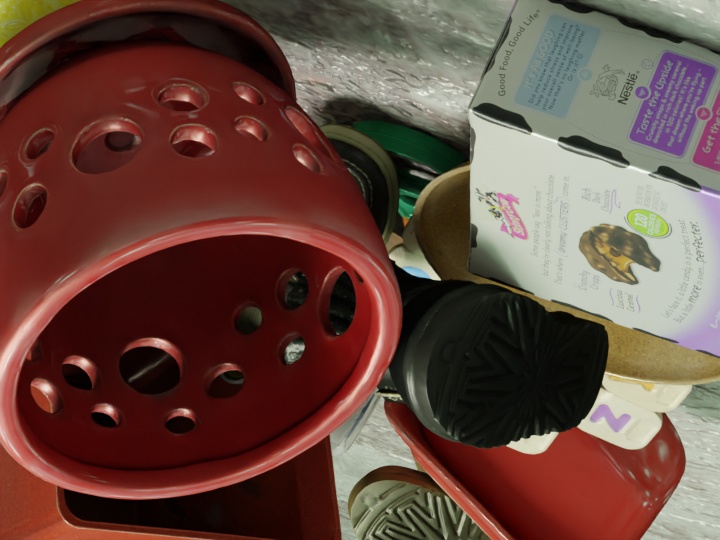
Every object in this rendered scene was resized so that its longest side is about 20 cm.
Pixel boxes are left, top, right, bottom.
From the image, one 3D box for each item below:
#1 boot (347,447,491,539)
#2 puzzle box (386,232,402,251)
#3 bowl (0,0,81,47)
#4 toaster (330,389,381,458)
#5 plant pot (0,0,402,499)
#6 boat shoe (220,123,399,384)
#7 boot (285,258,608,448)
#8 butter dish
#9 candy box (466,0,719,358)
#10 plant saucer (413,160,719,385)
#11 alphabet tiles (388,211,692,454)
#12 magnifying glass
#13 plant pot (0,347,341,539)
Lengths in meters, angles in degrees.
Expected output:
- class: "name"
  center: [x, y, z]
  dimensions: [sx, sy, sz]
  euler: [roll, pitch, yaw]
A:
- class: "boot"
  center: [0.047, 0.129, 1.723]
  dimensions: [0.175, 0.066, 0.200]
  euler: [34, -158, -29]
- class: "puzzle box"
  center: [0.000, 0.000, 1.648]
  dimensions: [0.133, 0.025, 0.200]
  euler: [31, 169, -3]
- class: "bowl"
  center: [-0.192, -0.132, 1.318]
  dimensions: [0.199, 0.108, 0.200]
  euler: [22, 167, 5]
- class: "toaster"
  center: [-0.068, 0.053, 1.790]
  dimensions: [0.129, 0.114, 0.200]
  euler: [27, -176, -39]
- class: "plant pot"
  center: [-0.099, -0.017, 1.244]
  dimensions: [0.200, 0.200, 0.183]
  euler: [36, -157, -46]
- class: "boat shoe"
  center: [-0.033, -0.001, 1.462]
  dimensions: [0.073, 0.065, 0.200]
  euler: [28, 139, 4]
- class: "boot"
  center: [0.022, 0.034, 1.336]
  dimensions: [0.157, 0.080, 0.211]
  euler: [19, 180, 26]
- class: "butter dish"
  center: [0.138, 0.100, 1.643]
  dimensions: [0.199, 0.148, 0.200]
  euler: [47, -163, 4]
- class: "candy box"
  center: [0.151, -0.031, 1.187]
  dimensions: [0.199, 0.072, 0.168]
  euler: [20, 157, 11]
- class: "plant saucer"
  center: [0.126, -0.009, 1.373]
  dimensions: [0.199, 0.036, 0.200]
  euler: [19, 152, 10]
- class: "alphabet tiles"
  center: [0.101, 0.032, 1.488]
  dimensions: [0.195, 0.015, 0.200]
  euler: [23, 137, -9]
- class: "magnifying glass"
  center: [0.033, -0.041, 1.503]
  dimensions: [0.079, 0.022, 0.200]
  euler: [20, 167, 11]
- class: "plant pot"
  center: [-0.151, 0.098, 1.599]
  dimensions: [0.199, 0.201, 0.176]
  euler: [10, 151, -36]
